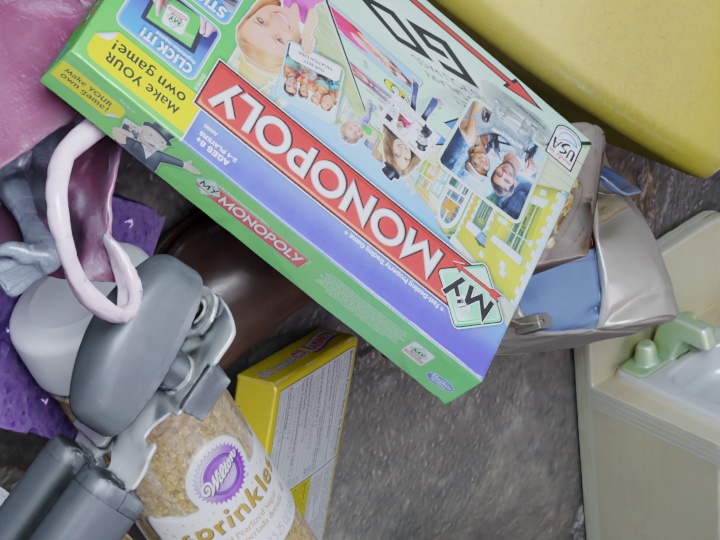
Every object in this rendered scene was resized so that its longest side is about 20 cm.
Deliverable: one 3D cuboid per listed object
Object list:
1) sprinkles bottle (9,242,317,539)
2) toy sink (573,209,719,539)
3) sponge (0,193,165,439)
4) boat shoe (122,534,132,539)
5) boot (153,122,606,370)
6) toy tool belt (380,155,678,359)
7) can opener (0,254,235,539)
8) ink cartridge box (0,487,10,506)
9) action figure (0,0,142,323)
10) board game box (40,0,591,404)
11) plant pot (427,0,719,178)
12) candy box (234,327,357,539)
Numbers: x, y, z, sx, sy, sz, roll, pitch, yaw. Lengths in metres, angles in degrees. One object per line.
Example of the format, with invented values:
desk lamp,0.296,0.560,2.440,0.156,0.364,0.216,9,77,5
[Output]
sprinkles bottle,-0.078,0.081,1.097,0.068,0.068,0.200,-45,127,-22
toy sink,0.208,0.089,1.437,0.130,0.112,0.201,-30,128,-35
sponge,-0.175,0.002,1.050,0.200,0.030,0.112,19,93,-49
boat shoe,-0.096,0.200,1.071,0.071,0.064,0.201,-27,126,-36
boot,0.000,0.000,1.100,0.187,0.199,0.064,-52,124,-20
toy tool belt,0.069,-0.022,1.253,0.199,0.124,0.124,-2,78,-50
can opener,-0.122,0.082,0.990,0.067,0.053,0.200,38,87,-40
ink cartridge box,-0.161,0.187,1.110,0.147,0.086,0.200,-57,140,-11
action figure,-0.106,-0.098,0.984,0.200,0.148,0.134,-49,135,-23
board game box,-0.011,-0.061,0.973,0.200,0.029,0.135,39,51,-14
plant pot,0.071,-0.179,1.116,0.176,0.200,0.201,17,95,-38
candy box,-0.045,0.135,1.229,0.102,0.026,0.201,-31,133,-67
